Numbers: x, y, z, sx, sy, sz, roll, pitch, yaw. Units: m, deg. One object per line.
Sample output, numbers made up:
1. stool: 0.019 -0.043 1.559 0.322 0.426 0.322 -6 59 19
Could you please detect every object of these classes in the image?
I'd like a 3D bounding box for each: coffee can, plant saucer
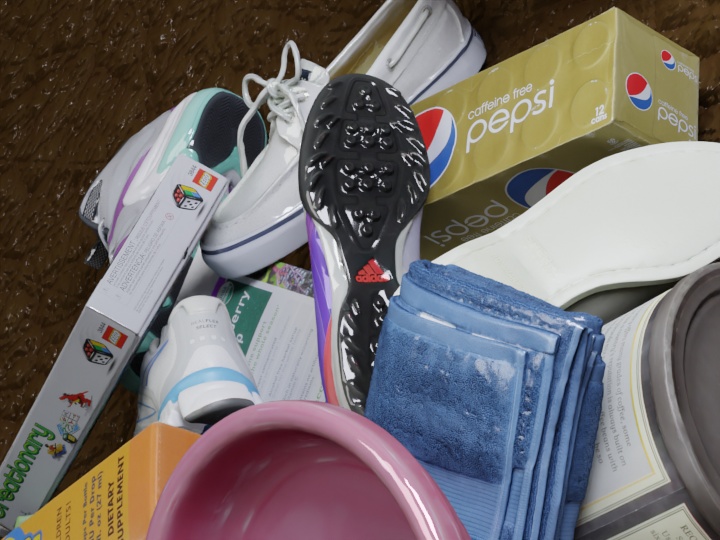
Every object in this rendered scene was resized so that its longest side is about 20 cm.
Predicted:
1. coffee can: 0.113 0.102 1.229 0.200 0.146 0.147 -31 48 40
2. plant saucer: -0.013 0.153 1.151 0.200 0.051 0.201 0 91 46

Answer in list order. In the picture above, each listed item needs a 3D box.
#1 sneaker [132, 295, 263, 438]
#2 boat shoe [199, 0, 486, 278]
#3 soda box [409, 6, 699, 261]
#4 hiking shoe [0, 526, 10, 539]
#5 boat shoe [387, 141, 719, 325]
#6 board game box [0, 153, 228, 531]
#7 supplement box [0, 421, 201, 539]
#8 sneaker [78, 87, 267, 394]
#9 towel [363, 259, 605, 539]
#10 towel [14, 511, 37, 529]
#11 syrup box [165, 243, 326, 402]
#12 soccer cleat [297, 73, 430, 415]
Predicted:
1. sneaker: -0.087 0.076 1.465 0.200 0.075 0.087 116 146 -60
2. boat shoe: -0.024 -0.088 1.509 0.202 0.086 0.075 -42 29 -10
3. soda box: 0.077 -0.060 1.401 0.200 0.064 0.068 -23 52 42
4. hiking shoe: -0.209 0.186 1.667 0.200 0.076 0.101 18 82 54
5. boat shoe: 0.103 0.002 1.311 0.201 0.060 0.072 -25 62 -14
6. board game box: -0.140 0.043 1.497 0.200 0.035 0.126 -57 4 46
7. supplement box: -0.127 0.149 1.339 0.200 0.069 0.067 -40 42 42
8. sneaker: -0.132 -0.007 1.689 0.140 0.078 0.200 -16 49 50
9. towel: 0.040 0.103 1.165 0.112 0.048 0.200 19 106 42
10. towel: -0.128 0.178 1.404 0.200 0.031 0.150 -17 58 49
11. syrup box: -0.023 0.047 1.500 0.200 0.081 0.079 17 83 54
12. soccer cleat: 0.000 0.000 1.375 0.073 0.068 0.200 123 144 -62
